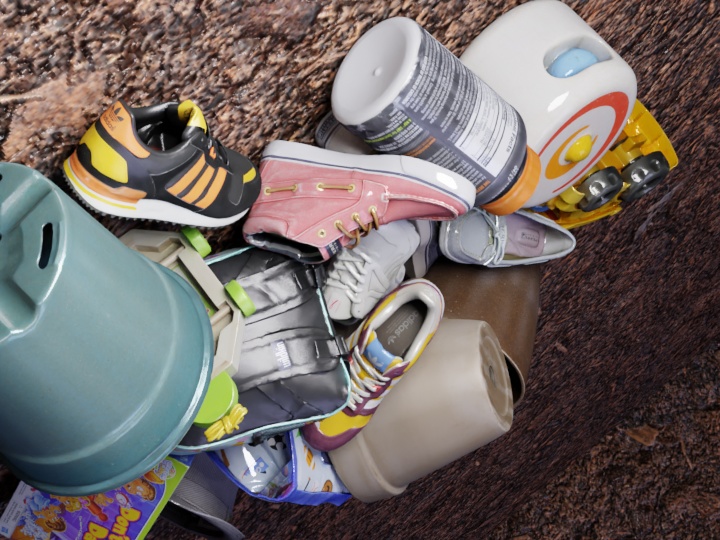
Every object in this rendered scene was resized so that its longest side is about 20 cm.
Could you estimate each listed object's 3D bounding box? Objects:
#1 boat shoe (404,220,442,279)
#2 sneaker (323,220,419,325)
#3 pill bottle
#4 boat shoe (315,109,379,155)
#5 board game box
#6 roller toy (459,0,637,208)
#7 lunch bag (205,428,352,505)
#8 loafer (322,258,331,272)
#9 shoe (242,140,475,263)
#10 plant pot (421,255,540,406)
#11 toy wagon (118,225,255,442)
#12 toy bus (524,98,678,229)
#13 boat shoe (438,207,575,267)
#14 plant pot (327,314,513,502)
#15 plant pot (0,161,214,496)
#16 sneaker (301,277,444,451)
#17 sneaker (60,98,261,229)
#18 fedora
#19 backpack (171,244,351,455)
[{"bbox_3d":[0.073,-0.065,1.310,0.093,0.075,0.200,-42,166,-12],"label":"boat shoe"},{"bbox_3d":[0.000,0.000,1.152,0.100,0.077,0.201,-53,164,-21],"label":"sneaker"},{"bbox_3d":[0.075,-0.124,1.056,0.199,0.107,0.106,33,107,-36],"label":"pill bottle"},{"bbox_3d":[0.035,-0.109,1.160,0.071,0.070,0.199,-48,156,17],"label":"boat shoe"},{"bbox_3d":[-0.260,0.211,1.179,0.201,0.133,0.045,-56,-172,30],"label":"board game box"},{"bbox_3d":[0.179,-0.160,1.209,0.200,0.140,0.182,-45,156,10],"label":"roller toy"},{"bbox_3d":[-0.093,0.160,1.265,0.124,0.201,0.170,-44,156,10],"label":"lunch bag"},{"bbox_3d":[-0.023,0.020,1.296,0.070,0.070,0.199,-51,155,23],"label":"loafer"},{"bbox_3d":[-0.004,-0.048,1.030,0.072,0.197,0.092,60,44,-65],"label":"shoe"},{"bbox_3d":[0.141,0.033,1.433,0.188,0.184,0.202,97,18,-58],"label":"plant pot"},{"bbox_3d":[-0.160,0.060,0.987,0.154,0.201,0.040,-38,159,-7],"label":"toy wagon"},{"bbox_3d":[0.245,-0.110,1.430,0.198,0.137,0.192,-18,158,-39],"label":"toy bus"},{"bbox_3d":[0.159,-0.039,1.316,0.200,0.064,0.076,8,91,-49],"label":"boat shoe"},{"bbox_3d":[0.065,0.132,1.278,0.171,0.204,0.200,-14,164,19],"label":"plant pot"},{"bbox_3d":[-0.233,0.036,0.867,0.199,0.201,0.197,-39,149,-4],"label":"plant pot"},{"bbox_3d":[0.006,0.091,1.150,0.201,0.074,0.090,-55,177,5],"label":"sneaker"},{"bbox_3d":[-0.133,-0.089,0.935,0.199,0.070,0.090,-2,139,-53],"label":"sneaker"},{"bbox_3d":[-0.193,0.222,1.313,0.091,0.174,0.201,-65,154,-20],"label":"fedora"},{"bbox_3d":[-0.128,0.076,1.098,0.197,0.179,0.153,-17,178,-22],"label":"backpack"}]
